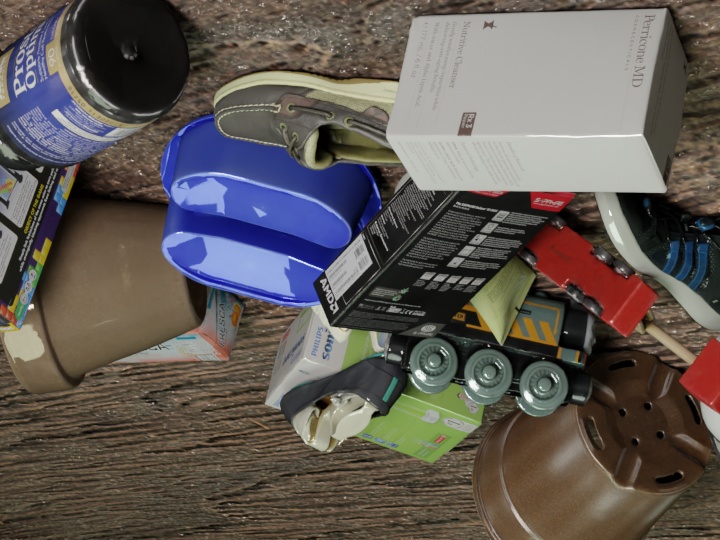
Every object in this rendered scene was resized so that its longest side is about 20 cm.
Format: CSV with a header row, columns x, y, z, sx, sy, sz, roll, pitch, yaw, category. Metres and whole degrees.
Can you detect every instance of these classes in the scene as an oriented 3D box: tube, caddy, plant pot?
x,y,z,sx,sy,sz,roll,pitch,yaw,category
0.096,-0.016,1.607,0.058,0.052,0.200,-33,134,10,tube
-0.081,-0.058,1.578,0.198,0.106,0.142,15,131,-1,caddy
-0.241,0.007,1.728,0.172,0.202,0.201,-9,151,6,plant pot
0.239,0.190,1.819,0.198,0.202,0.198,20,147,-12,plant pot

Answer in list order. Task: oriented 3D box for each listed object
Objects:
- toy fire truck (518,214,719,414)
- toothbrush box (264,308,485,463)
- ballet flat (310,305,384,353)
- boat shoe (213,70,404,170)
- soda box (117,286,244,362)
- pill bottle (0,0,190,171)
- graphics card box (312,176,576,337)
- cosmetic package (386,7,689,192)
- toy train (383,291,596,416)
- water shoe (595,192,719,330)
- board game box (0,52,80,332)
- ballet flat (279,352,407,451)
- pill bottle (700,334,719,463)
x,y,z,sx,sy,sz,roll,pitch,yaw,category
0.229,0.032,1.550,0.141,0.049,0.200,37,-177,-43,toy fire truck
0.019,0.112,1.883,0.198,0.087,0.146,19,153,-11,toothbrush box
0.013,0.042,1.763,0.198,0.072,0.069,17,155,-5,ballet flat
-0.033,-0.115,1.473,0.199,0.067,0.072,3,151,21,boat shoe
-0.223,0.053,1.913,0.198,0.069,0.064,-3,149,31,soda box
-0.231,-0.147,1.463,0.111,0.113,0.199,29,150,-29,pill bottle
0.067,-0.024,1.494,0.125,0.051,0.200,6,137,-42,graphics card box
0.130,-0.122,1.323,0.198,0.114,0.081,-1,151,26,cosmetic package
0.124,0.066,1.702,0.198,0.115,0.085,12,171,3,toy train
0.271,-0.027,1.516,0.079,0.072,0.200,-34,131,23,water shoe
-0.327,-0.074,1.559,0.056,0.202,0.165,-2,149,34,board game box
-0.026,0.138,1.789,0.073,0.074,0.199,27,149,-24,ballet flat
0.381,0.134,1.704,0.115,0.117,0.200,3,152,22,pill bottle
